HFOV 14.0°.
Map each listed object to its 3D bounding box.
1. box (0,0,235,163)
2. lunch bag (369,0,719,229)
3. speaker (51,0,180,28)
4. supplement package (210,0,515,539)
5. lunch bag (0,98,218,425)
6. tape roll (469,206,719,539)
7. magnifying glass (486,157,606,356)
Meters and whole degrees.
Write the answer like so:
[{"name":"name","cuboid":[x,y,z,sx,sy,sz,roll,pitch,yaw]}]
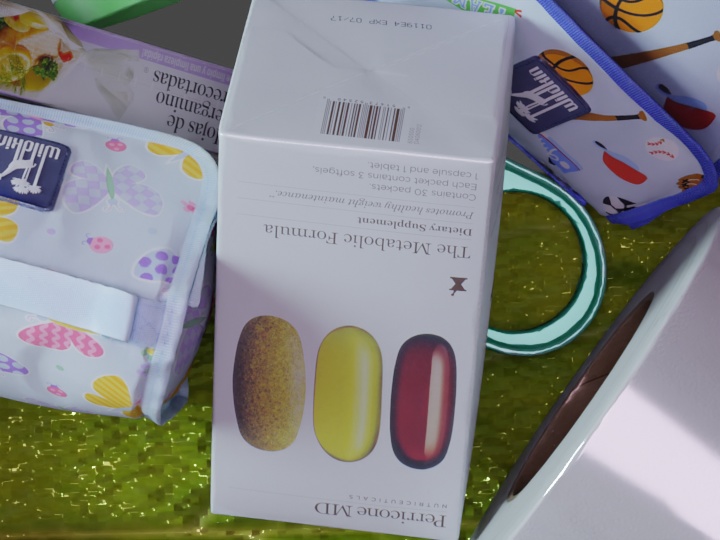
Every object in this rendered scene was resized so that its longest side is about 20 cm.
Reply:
[{"name":"box","cuboid":[-0.125,-0.085,1.253,0.200,0.041,0.039,15,87,-37]},{"name":"lunch bag","cuboid":[0.119,-0.128,1.245,0.170,0.124,0.200,41,119,-15]},{"name":"speaker","cuboid":[-0.126,-0.210,1.281,0.088,0.088,0.201,-20,92,2]},{"name":"supplement package","cuboid":[0.000,0.000,1.227,0.113,0.110,0.200,6,127,4]},{"name":"lunch bag","cuboid":[-0.143,-0.007,1.232,0.169,0.200,0.128,13,93,1]},{"name":"tape roll","cuboid":[0.147,0.093,1.230,0.139,0.203,0.203,35,92,-1]},{"name":"magnifying glass","cuboid":[0.034,-0.048,1.316,0.080,0.022,0.200,-38,90,2]}]
